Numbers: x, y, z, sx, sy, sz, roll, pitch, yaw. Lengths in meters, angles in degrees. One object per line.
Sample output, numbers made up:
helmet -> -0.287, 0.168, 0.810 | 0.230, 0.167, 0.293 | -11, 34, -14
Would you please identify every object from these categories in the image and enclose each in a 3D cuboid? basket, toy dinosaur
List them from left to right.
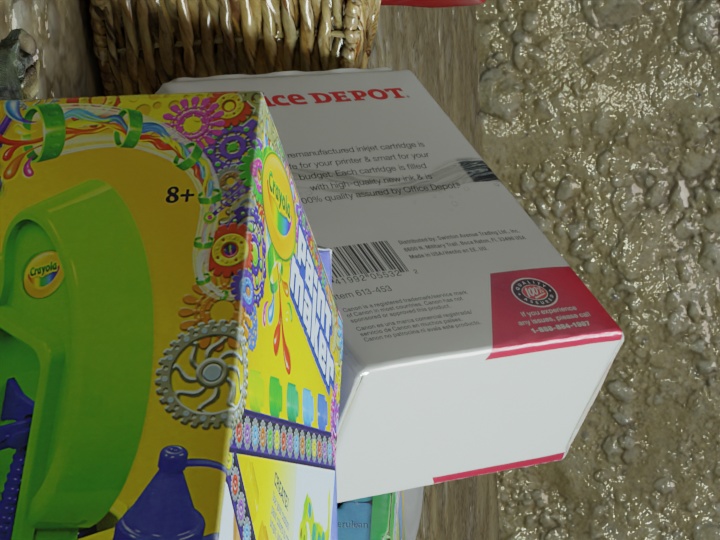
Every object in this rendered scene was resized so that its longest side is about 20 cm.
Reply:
toy dinosaur -> -0.120, -0.009, 0.870 | 0.088, 0.047, 0.200 | 86, -21, -51
basket -> -0.058, -0.169, 1.088 | 0.149, 0.142, 0.201 | -74, 161, -59

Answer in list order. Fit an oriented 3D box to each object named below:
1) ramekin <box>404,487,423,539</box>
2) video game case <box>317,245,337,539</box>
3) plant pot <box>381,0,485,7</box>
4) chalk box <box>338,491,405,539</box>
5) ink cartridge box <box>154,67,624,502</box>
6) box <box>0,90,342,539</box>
ramekin -> -0.011, 0.099, 1.511 | 0.202, 0.094, 0.203 | 0, 90, -81
video game case -> -0.073, 0.074, 0.927 | 0.181, 0.045, 0.201 | 19, -66, 57
plant pot -> -0.018, -0.249, 1.221 | 0.200, 0.182, 0.201 | -1, 90, -81
chalk box -> -0.040, 0.156, 1.172 | 0.200, 0.124, 0.124 | 84, 9, -54
ink cartridge box -> 0.000, 0.000, 0.974 | 0.200, 0.144, 0.085 | 54, -44, 37
box -> -0.116, 0.071, 0.518 | 0.122, 0.199, 0.193 | 72, 18, -59
